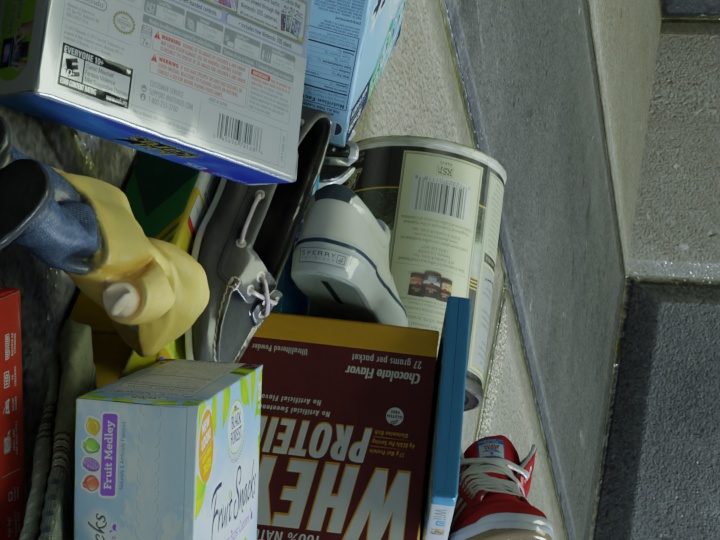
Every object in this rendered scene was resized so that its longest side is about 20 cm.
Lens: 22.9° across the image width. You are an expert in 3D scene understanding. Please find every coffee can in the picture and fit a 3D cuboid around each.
[{"bbox_3d":[0.042,0.006,1.495,0.146,0.145,0.202,52,43,-66],"label":"coffee can"}]

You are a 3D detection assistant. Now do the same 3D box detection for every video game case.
[{"bbox_3d":[-0.107,-0.158,0.988,0.199,0.045,0.183,17,76,-48],"label":"video game case"},{"bbox_3d":[0.053,0.129,1.198,0.200,0.018,0.144,95,2,-59],"label":"video game case"}]

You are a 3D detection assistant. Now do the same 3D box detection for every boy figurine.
[{"bbox_3d":[-0.144,-0.013,0.918,0.064,0.124,0.200,-44,152,1],"label":"boy figurine"}]

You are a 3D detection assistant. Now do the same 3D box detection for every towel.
[{"bbox_3d":[-0.157,0.158,0.931,0.201,0.034,0.194,-91,180,-53],"label":"towel"}]

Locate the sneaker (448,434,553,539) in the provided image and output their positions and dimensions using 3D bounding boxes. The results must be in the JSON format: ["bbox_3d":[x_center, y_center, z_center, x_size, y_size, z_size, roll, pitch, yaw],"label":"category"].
[{"bbox_3d":[0.095,0.157,1.243,0.200,0.071,0.113,118,-16,-70],"label":"sneaker"}]

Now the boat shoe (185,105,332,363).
[{"bbox_3d":[-0.063,-0.023,1.098,0.067,0.057,0.201,68,29,-57],"label":"boat shoe"}]

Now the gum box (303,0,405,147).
[{"bbox_3d":[0.006,-0.211,1.174,0.170,0.044,0.201,-67,171,-54],"label":"gum box"}]

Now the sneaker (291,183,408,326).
[{"bbox_3d":[0.000,0.000,1.210,0.200,0.072,0.071,72,31,-72],"label":"sneaker"}]

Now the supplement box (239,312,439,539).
[{"bbox_3d":[-0.024,0.145,1.229,0.200,0.132,0.199,93,3,-80],"label":"supplement box"}]

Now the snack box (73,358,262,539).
[{"bbox_3d":[-0.098,0.139,0.935,0.200,0.067,0.170,-23,115,-85],"label":"snack box"}]

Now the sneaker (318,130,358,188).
[{"bbox_3d":[-0.042,-0.142,1.338,0.081,0.075,0.202,121,-26,-65],"label":"sneaker"}]

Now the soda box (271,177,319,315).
[{"bbox_3d":[-0.068,-0.066,1.236,0.064,0.067,0.202,26,69,-74],"label":"soda box"}]

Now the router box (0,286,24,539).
[{"bbox_3d":[-0.212,0.120,0.797,0.179,0.048,0.202,-30,122,-71],"label":"router box"}]

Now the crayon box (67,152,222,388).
[{"bbox_3d":[-0.123,0.029,1.091,0.127,0.050,0.201,78,21,-44],"label":"crayon box"}]
